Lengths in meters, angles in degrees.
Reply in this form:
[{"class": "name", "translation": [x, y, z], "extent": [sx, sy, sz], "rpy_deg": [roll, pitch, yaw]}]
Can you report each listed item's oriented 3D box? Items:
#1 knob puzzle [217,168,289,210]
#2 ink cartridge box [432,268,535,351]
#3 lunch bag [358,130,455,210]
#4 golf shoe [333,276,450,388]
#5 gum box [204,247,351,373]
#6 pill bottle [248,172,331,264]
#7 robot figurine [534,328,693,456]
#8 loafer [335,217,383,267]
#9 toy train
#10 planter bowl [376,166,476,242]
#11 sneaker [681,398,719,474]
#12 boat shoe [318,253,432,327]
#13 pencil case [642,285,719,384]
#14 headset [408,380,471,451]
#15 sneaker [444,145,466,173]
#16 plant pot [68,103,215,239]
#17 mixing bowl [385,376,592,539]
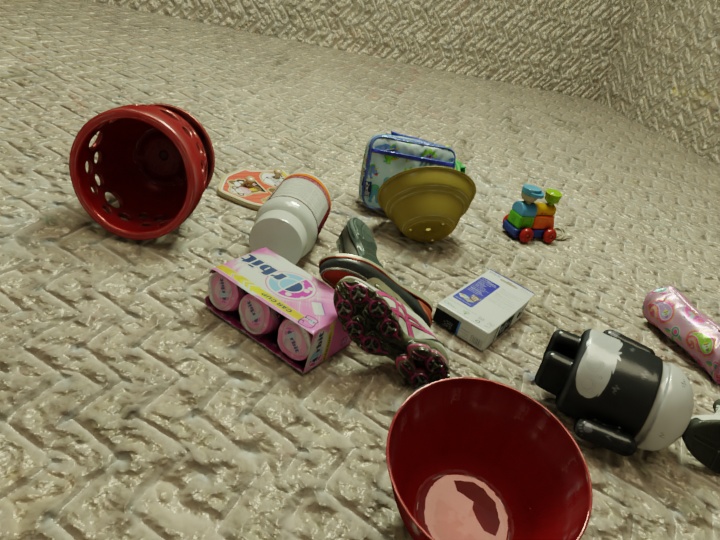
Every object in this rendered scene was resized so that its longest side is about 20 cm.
[{"class": "knob puzzle", "translation": [-0.196, -0.172, 1.262], "extent": [0.215, 0.031, 0.221], "rpy_deg": [12, 29, -7]}, {"class": "ink cartridge box", "translation": [0.210, 0.061, 1.040], "extent": [0.099, 0.040, 0.199], "rpy_deg": [31, 33, 26]}, {"class": "lunch bag", "translation": [0.098, -0.203, 1.317], "extent": [0.196, 0.164, 0.083], "rpy_deg": [10, 12, -9]}, {"class": "golf shoe", "translation": [0.039, 0.077, 0.843], "extent": [0.200, 0.072, 0.092], "rpy_deg": [44, 19, -15]}, {"class": "gum box", "translation": [-0.113, 0.047, 0.872], "extent": [0.198, 0.067, 0.113], "rpy_deg": [30, 30, 24]}, {"class": "pill bottle", "translation": [-0.118, -0.085, 1.062], "extent": [0.107, 0.111, 0.201], "rpy_deg": [16, 29, 2]}, {"class": "robot figurine", "translation": [0.342, 0.159, 0.844], "extent": [0.197, 0.153, 0.125], "rpy_deg": [23, 0, 16]}, {"class": "loafer", "translation": [0.000, 0.000, 1.034], "extent": [0.071, 0.063, 0.202], "rpy_deg": [29, 33, -34]}, {"class": "toy train", "translation": [0.425, -0.131, 1.406], "extent": [0.196, 0.118, 0.085], "rpy_deg": [-1, 32, -27]}, {"class": "planter bowl", "translation": [0.130, -0.112, 1.214], "extent": [0.196, 0.201, 0.085], "rpy_deg": [7, 64, -15]}, {"class": "sneaker", "translation": [0.511, 0.226, 0.878], "extent": [0.197, 0.077, 0.116], "rpy_deg": [16, 18, -15]}, {"class": "boat shoe", "translation": [0.023, 0.042, 0.908], "extent": [0.198, 0.071, 0.063], "rpy_deg": [29, 53, -20]}, {"class": "pencil case", "translation": [0.593, 0.107, 1.099], "extent": [0.086, 0.089, 0.201], "rpy_deg": [3, 30, -22]}, {"class": "headset", "translation": [0.142, 0.201, 0.746], "extent": [0.122, 0.096, 0.198], "rpy_deg": [-16, 26, -38]}, {"class": "sneaker", "translation": [0.228, -0.265, 1.618], "extent": [0.083, 0.074, 0.201], "rpy_deg": [38, 23, -10]}, {"class": "plant pot", "translation": [-0.345, -0.173, 1.021], "extent": [0.196, 0.204, 0.183], "rpy_deg": [12, 20, -5]}, {"class": "mixing bowl", "translation": [0.113, 0.218, 0.615], "extent": [0.196, 0.110, 0.202], "rpy_deg": [6, 41, -5]}]
